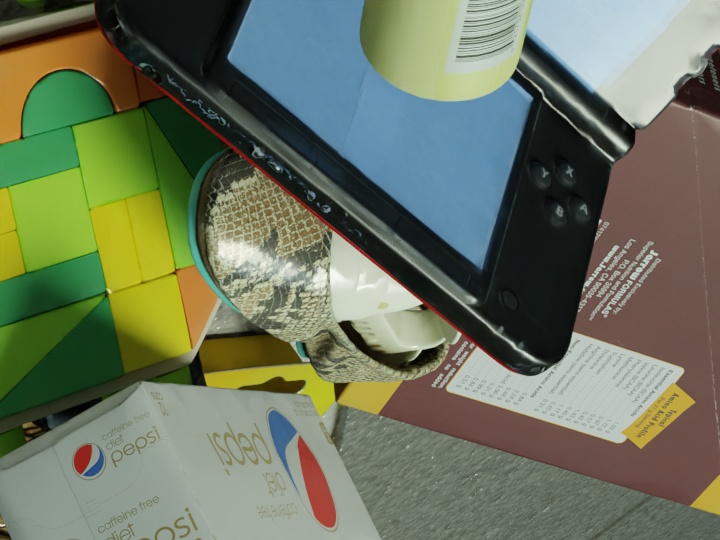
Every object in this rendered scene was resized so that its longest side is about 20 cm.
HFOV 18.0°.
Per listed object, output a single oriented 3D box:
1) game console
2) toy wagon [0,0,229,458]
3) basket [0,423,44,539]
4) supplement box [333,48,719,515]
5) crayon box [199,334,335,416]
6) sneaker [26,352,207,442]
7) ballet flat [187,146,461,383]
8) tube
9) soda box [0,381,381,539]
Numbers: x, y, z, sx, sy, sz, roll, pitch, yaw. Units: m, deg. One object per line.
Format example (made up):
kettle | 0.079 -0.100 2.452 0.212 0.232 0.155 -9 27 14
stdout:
game console | 0.041 -0.098 0.731 0.118 0.200 0.173 -32 -151 41
toy wagon | -0.094 -0.026 0.765 0.199 0.156 0.039 -19 -167 -36
basket | -0.213 0.118 0.960 0.142 0.150 0.200 16 131 -20
supplement box | 0.115 -0.029 0.949 0.199 0.133 0.198 17 129 -23
crayon box | -0.100 0.095 1.085 0.127 0.051 0.200 -2 140 -53
sneaker | -0.071 -0.001 0.865 0.199 0.114 0.076 -27 162 -19
ballet flat | 0.000 0.000 0.794 0.200 0.075 0.068 53 46 -72
tube | 0.038 -0.134 0.623 0.052 0.058 0.201 -1 140 -11
soda box | -0.055 0.084 0.794 0.063 0.068 0.200 -28 169 10
